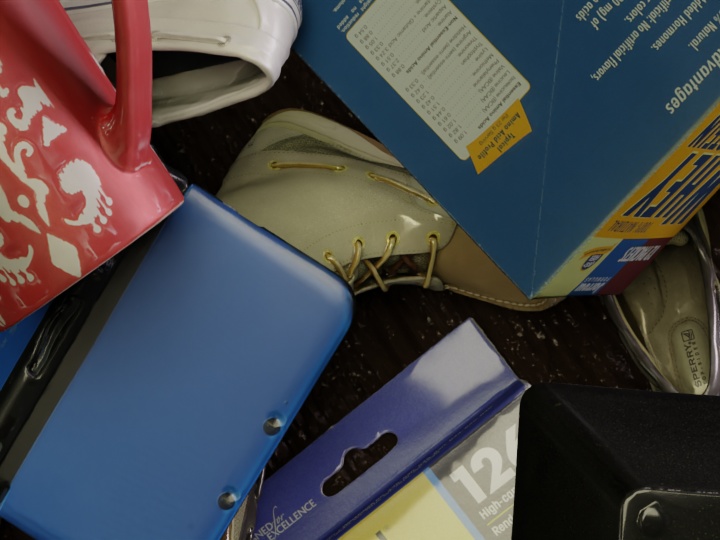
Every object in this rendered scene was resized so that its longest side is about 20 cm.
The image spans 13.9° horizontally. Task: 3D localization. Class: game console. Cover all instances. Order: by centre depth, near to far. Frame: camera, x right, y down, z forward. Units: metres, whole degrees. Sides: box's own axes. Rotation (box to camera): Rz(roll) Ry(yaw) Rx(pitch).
[{"bbox_3d":[-0.117,0.039,1.501,0.118,0.171,0.200,26,104,-27],"label":"game console"}]

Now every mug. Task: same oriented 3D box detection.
[{"bbox_3d":[-0.173,-0.087,1.356,0.133,0.177,0.200,-37,95,-32],"label":"mug"}]

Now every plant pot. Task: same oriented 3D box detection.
[{"bbox_3d":[0.178,0.165,1.430,0.199,0.177,0.200,4,91,-3],"label":"plant pot"}]

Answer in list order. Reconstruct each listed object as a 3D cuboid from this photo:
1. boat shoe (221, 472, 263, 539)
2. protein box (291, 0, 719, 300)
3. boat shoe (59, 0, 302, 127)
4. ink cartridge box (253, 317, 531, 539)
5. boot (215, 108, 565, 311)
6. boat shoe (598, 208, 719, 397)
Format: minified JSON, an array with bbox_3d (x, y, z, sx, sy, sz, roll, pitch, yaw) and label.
[{"bbox_3d":[-0.088,0.100,1.571,0.073,0.065,0.200,5,59,8],"label":"boat shoe"},{"bbox_3d":[0.104,-0.123,1.464,0.200,0.135,0.199,47,107,15],"label":"protein box"},{"bbox_3d":[-0.124,-0.099,1.449,0.200,0.074,0.065,-15,44,30],"label":"boat shoe"},{"bbox_3d":[0.042,0.158,1.558,0.198,0.047,0.200,-39,78,0],"label":"ink cartridge box"},{"bbox_3d":[0.000,0.000,1.542,0.200,0.072,0.155,23,41,17],"label":"boot"},{"bbox_3d":[0.154,-0.012,1.564,0.073,0.065,0.200,-27,75,4],"label":"boat shoe"}]
